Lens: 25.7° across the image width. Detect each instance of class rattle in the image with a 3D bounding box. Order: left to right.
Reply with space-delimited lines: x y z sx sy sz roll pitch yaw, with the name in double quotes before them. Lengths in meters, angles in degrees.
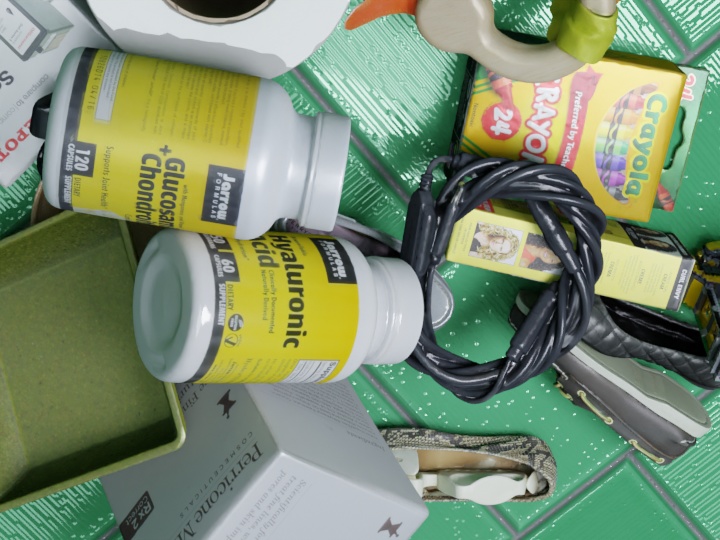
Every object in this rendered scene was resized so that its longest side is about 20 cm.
"rattle" 0.100 -0.224 1.195 0.198 0.144 0.131 0 139 21

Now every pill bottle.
"pill bottle" -0.111 -0.083 1.084 0.198 0.112 0.113 9 110 -4
"pill bottle" -0.057 0.027 1.161 0.199 0.111 0.112 2 113 -33

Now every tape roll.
"tape roll" -0.102 -0.246 1.147 0.201 0.139 0.204 -1 110 -3

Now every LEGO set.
"LEGO set" 0.360 0.018 1.271 0.198 0.154 0.116 14 126 -2

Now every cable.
"cable" 0.107 0.008 1.233 0.162 0.051 0.202 4 107 -11

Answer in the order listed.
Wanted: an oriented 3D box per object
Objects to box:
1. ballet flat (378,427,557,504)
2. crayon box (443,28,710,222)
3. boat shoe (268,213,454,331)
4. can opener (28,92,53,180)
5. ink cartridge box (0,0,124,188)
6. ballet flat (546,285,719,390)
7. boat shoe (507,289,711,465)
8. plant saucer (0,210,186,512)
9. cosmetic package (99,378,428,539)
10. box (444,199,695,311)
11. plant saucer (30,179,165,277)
"ballet flat" 0.072 0.173 1.348 0.198 0.075 0.068 1 111 -4
"crayon box" 0.177 -0.114 1.263 0.198 0.051 0.128 8 109 -8
"boat shoe" 0.000 -0.002 1.267 0.202 0.065 0.075 35 91 -29
"can opener" -0.149 -0.097 1.182 0.199 0.064 0.079 -7 139 -26
"ink cartridge box" -0.284 -0.186 1.184 0.145 0.084 0.200 -42 108 11
"ballet flat" 0.239 0.045 1.313 0.199 0.067 0.057 20 128 -22
"boat shoe" 0.200 0.093 1.329 0.201 0.072 0.061 35 115 -8
"plant saucer" -0.227 0.066 1.226 0.199 0.048 0.201 -21 80 25
"cosmetic package" -0.085 0.164 1.245 0.165 0.200 0.165 28 107 -38
"box" 0.165 -0.020 1.286 0.198 0.075 0.050 12 108 -7
"plant saucer" -0.164 -0.035 1.276 0.198 0.035 0.202 -1 110 -4
